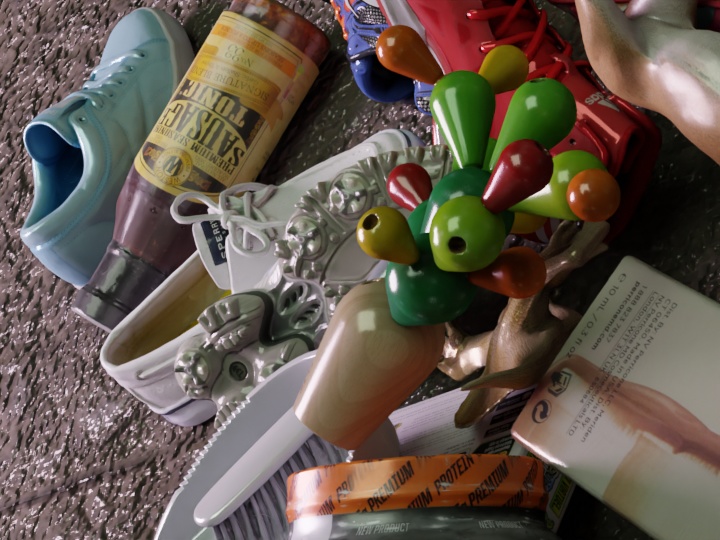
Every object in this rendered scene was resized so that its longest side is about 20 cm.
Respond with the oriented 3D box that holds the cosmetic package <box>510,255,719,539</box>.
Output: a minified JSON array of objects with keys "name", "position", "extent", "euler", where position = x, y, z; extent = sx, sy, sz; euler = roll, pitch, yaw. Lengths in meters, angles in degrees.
[{"name":"cosmetic package","position":[0.158,0.081,0.779],"extent":[0.087,0.103,0.200],"euler":[-57,35,0]}]

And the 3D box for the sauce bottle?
[{"name":"sauce bottle","position":[-0.089,-0.054,1.193],"extent":[0.066,0.066,0.200],"euler":[20,79,53]}]

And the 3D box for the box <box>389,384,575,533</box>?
[{"name":"box","position":[0.005,0.107,0.953],"extent":[0.200,0.035,0.110],"euler":[-22,25,37]}]

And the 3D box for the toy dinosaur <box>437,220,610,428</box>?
[{"name":"toy dinosaur","position":[0.074,0.028,0.894],"extent":[0.101,0.058,0.200],"euler":[-47,5,-2]}]

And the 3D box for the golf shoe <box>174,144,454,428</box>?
[{"name":"golf shoe","position":[0.000,0.000,1.021],"extent":[0.200,0.078,0.097],"euler":[-37,-5,32]}]

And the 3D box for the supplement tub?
[{"name":"supplement tub","position":[0.026,0.170,0.791],"extent":[0.123,0.123,0.200],"euler":[-14,75,42]}]

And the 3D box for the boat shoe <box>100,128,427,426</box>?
[{"name":"boat shoe","position":[-0.057,-0.010,1.102],"extent":[0.202,0.086,0.075],"euler":[-41,38,19]}]

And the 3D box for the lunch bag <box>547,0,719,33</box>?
[{"name":"lunch bag","position":[0.187,-0.168,0.956],"extent":[0.200,0.082,0.176],"euler":[18,76,53]}]

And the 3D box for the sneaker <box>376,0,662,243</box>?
[{"name":"sneaker","position":[0.077,-0.100,0.956],"extent":[0.078,0.200,0.115],"euler":[-39,34,-30]}]

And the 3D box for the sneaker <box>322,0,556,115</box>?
[{"name":"sneaker","position":[0.014,-0.129,1.130],"extent":[0.078,0.075,0.200],"euler":[-58,35,3]}]

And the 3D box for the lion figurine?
[{"name":"lion figurine","position":[0.140,-0.072,0.878],"extent":[0.072,0.123,0.200],"euler":[-24,53,-13]}]

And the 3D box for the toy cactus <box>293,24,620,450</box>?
[{"name":"toy cactus","position":[0.023,-0.008,0.848],"extent":[0.165,0.102,0.200],"euler":[-57,12,10]}]

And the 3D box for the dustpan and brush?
[{"name":"dustpan and brush","position":[-0.016,0.061,0.931],"extent":[0.200,0.057,0.140],"euler":[-48,25,-13]}]

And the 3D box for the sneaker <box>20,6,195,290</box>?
[{"name":"sneaker","position":[-0.150,-0.084,1.268],"extent":[0.074,0.082,0.200],"euler":[-23,47,35]}]
